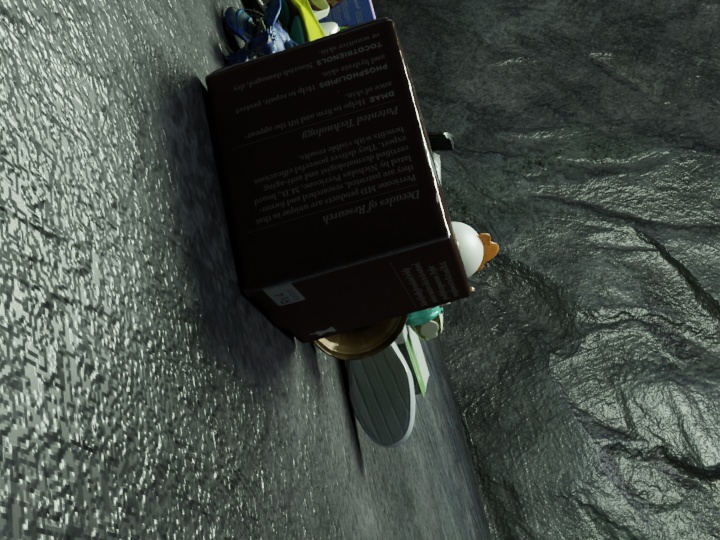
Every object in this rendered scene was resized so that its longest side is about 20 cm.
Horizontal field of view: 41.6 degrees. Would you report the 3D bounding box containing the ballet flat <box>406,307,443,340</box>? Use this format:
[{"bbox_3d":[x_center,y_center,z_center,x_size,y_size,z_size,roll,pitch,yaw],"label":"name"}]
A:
[{"bbox_3d":[0.084,0.062,1.306,0.200,0.067,0.071,41,33,-78],"label":"ballet flat"}]

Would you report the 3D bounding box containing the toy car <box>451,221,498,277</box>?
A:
[{"bbox_3d":[0.122,-0.017,1.526,0.185,0.199,0.177,-93,-172,-46],"label":"toy car"}]

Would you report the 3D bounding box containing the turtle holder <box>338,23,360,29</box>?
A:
[{"bbox_3d":[-0.017,-0.210,1.209,0.186,0.141,0.132,62,3,17],"label":"turtle holder"}]

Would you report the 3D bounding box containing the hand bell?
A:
[{"bbox_3d":[-0.027,0.001,1.008,0.200,0.104,0.104,-121,-170,-61],"label":"hand bell"}]

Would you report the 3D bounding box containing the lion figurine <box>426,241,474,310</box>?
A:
[{"bbox_3d":[0.067,-0.009,1.155,0.200,0.072,0.123,-17,79,-58],"label":"lion figurine"}]

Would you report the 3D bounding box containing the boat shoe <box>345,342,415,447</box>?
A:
[{"bbox_3d":[0.020,0.105,1.077,0.067,0.073,0.200,51,23,-67],"label":"boat shoe"}]

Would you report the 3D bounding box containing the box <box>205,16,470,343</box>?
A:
[{"bbox_3d":[-0.015,-0.069,0.806,0.166,0.164,0.201,56,19,-69],"label":"box"}]

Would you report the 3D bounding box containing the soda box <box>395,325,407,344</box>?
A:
[{"bbox_3d":[0.000,0.000,1.189,0.064,0.068,0.201,-73,146,-78],"label":"soda box"}]

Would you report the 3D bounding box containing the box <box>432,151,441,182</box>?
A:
[{"bbox_3d":[0.067,-0.078,1.306,0.160,0.044,0.201,17,70,-63],"label":"box"}]

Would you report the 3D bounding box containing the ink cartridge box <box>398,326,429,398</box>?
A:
[{"bbox_3d":[0.055,0.128,1.380,0.200,0.059,0.104,-29,102,-83],"label":"ink cartridge box"}]

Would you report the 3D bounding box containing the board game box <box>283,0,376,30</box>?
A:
[{"bbox_3d":[-0.047,-0.377,1.412,0.045,0.134,0.200,63,13,-56],"label":"board game box"}]

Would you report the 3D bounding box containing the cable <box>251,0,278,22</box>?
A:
[{"bbox_3d":[-0.123,-0.309,1.123,0.097,0.050,0.201,-131,-147,-64],"label":"cable"}]

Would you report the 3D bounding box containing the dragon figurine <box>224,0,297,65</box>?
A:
[{"bbox_3d":[-0.101,-0.243,0.966,0.100,0.059,0.200,67,11,-49],"label":"dragon figurine"}]

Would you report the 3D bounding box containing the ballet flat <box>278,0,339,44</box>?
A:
[{"bbox_3d":[-0.063,-0.297,1.142,0.067,0.067,0.200,111,-38,-56],"label":"ballet flat"}]

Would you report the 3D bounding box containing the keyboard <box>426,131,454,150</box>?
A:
[{"bbox_3d":[0.035,-0.181,1.365,0.127,0.199,0.021,38,53,-78],"label":"keyboard"}]
